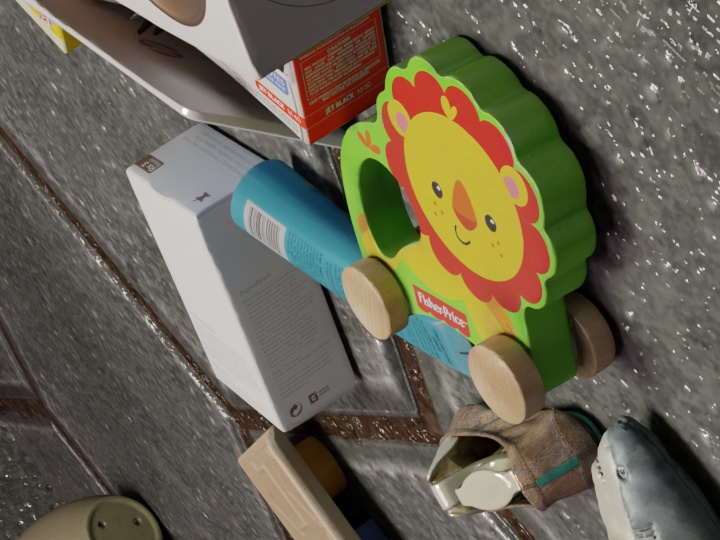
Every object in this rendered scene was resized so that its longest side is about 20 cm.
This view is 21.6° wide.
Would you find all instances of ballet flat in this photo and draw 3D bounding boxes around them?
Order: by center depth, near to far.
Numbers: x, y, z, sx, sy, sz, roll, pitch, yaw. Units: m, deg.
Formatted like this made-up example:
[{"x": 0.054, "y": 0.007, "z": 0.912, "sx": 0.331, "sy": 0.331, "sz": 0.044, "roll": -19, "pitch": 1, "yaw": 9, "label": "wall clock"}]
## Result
[{"x": 0.078, "y": 0.117, "z": 1.130, "sx": 0.068, "sy": 0.067, "sz": 0.200, "roll": 56, "pitch": 161, "yaw": -1, "label": "ballet flat"}]

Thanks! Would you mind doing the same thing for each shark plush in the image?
[{"x": 0.187, "y": 0.166, "z": 0.963, "sx": 0.200, "sy": 0.091, "sz": 0.083, "roll": 49, "pitch": 130, "yaw": 31, "label": "shark plush"}]

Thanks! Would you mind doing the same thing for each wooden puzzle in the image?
[{"x": -0.024, "y": 0.211, "z": 1.575, "sx": 0.185, "sy": 0.046, "sz": 0.200, "roll": 54, "pitch": 166, "yaw": 4, "label": "wooden puzzle"}]

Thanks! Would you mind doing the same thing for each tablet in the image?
[{"x": -0.104, "y": -0.123, "z": 1.122, "sx": 0.200, "sy": 0.130, "sz": 0.014, "roll": 36, "pitch": 110, "yaw": 43, "label": "tablet"}]

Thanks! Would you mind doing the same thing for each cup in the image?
[{"x": -0.320, "y": 0.358, "z": 2.344, "sx": 0.200, "sy": 0.200, "sz": 0.143, "roll": 51, "pitch": 135, "yaw": 12, "label": "cup"}]

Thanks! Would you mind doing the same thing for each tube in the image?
[{"x": 0.000, "y": 0.000, "z": 1.160, "sx": 0.200, "sy": 0.050, "sz": 0.077, "roll": 38, "pitch": 172, "yaw": 34, "label": "tube"}]

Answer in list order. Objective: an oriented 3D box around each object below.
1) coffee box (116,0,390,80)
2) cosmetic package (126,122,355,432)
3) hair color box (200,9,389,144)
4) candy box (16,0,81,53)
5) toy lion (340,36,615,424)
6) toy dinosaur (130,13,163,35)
[{"x": -0.037, "y": -0.216, "z": 0.646, "sx": 0.200, "sy": 0.200, "sz": 0.198, "roll": 33, "pitch": 152, "yaw": 48, "label": "coffee box"}, {"x": -0.081, "y": 0.005, "z": 1.322, "sx": 0.102, "sy": 0.074, "sz": 0.200, "roll": 33, "pitch": 150, "yaw": 47, "label": "cosmetic package"}, {"x": -0.050, "y": -0.173, "z": 0.961, "sx": 0.111, "sy": 0.064, "sz": 0.200, "roll": 43, "pitch": 156, "yaw": 35, "label": "hair color box"}, {"x": -0.245, "y": -0.251, "z": 1.354, "sx": 0.102, "sy": 0.026, "sz": 0.200, "roll": 44, "pitch": 159, "yaw": 22, "label": "candy box"}, {"x": 0.051, "y": -0.032, "z": 0.972, "sx": 0.200, "sy": 0.069, "sz": 0.192, "roll": 30, "pitch": 142, "yaw": 52, "label": "toy lion"}, {"x": -0.152, "y": -0.199, "z": 1.148, "sx": 0.135, "sy": 0.086, "sz": 0.200, "roll": 27, "pitch": -179, "yaw": -12, "label": "toy dinosaur"}]
